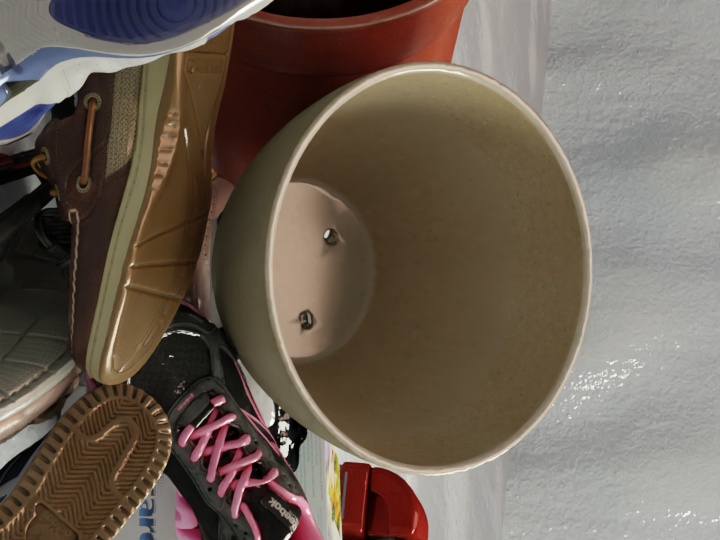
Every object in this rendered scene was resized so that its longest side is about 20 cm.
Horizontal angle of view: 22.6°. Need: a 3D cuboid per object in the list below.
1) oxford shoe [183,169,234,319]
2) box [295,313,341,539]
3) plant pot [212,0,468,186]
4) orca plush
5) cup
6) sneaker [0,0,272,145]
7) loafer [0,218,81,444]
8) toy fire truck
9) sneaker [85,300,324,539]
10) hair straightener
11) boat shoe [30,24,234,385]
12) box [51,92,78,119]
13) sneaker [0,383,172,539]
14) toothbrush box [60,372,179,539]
[{"bbox_3d":[-0.083,-0.028,1.200,0.201,0.072,0.072,-73,161,-50],"label":"oxford shoe"},{"bbox_3d":[-0.035,0.099,1.118,0.039,0.041,0.203,-38,127,-76],"label":"box"},{"bbox_3d":[-0.025,-0.146,1.016,0.196,0.198,0.203,94,5,-55],"label":"plant pot"},{"bbox_3d":[-0.042,0.067,1.016,0.105,0.070,0.203,16,73,-76],"label":"orca plush"},{"bbox_3d":[0.000,0.000,0.936,0.198,0.143,0.203,1,89,-34],"label":"cup"},{"bbox_3d":[-0.135,-0.103,0.740,0.115,0.198,0.081,-91,156,-83],"label":"sneaker"},{"bbox_3d":[-0.159,0.041,0.870,0.201,0.071,0.064,-73,168,-61],"label":"loafer"},{"bbox_3d":[0.030,0.250,1.479,0.129,0.197,0.178,64,30,-66],"label":"toy fire truck"},{"bbox_3d":[-0.066,0.096,0.904,0.079,0.095,0.201,-41,133,-16],"label":"sneaker"},{"bbox_3d":[-0.157,-0.019,0.860,0.077,0.041,0.200,56,14,-2],"label":"hair straightener"},{"bbox_3d":[-0.111,-0.052,0.816,0.072,0.071,0.203,-8,110,-69],"label":"boat shoe"},{"bbox_3d":[-0.130,-0.201,1.020,0.200,0.047,0.196,-60,152,-68],"label":"box"},{"bbox_3d":[-0.170,0.142,0.818,0.200,0.070,0.108,-47,-176,-35],"label":"sneaker"},{"bbox_3d":[-0.107,0.126,1.081,0.200,0.084,0.148,-27,118,-77],"label":"toothbrush box"}]
